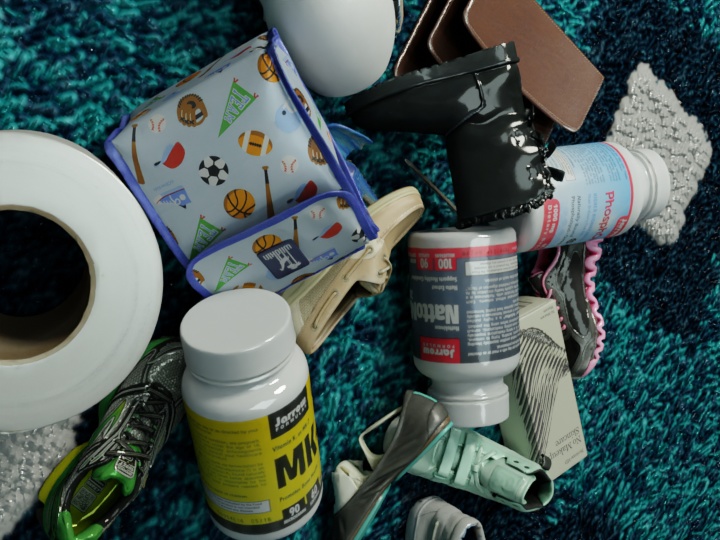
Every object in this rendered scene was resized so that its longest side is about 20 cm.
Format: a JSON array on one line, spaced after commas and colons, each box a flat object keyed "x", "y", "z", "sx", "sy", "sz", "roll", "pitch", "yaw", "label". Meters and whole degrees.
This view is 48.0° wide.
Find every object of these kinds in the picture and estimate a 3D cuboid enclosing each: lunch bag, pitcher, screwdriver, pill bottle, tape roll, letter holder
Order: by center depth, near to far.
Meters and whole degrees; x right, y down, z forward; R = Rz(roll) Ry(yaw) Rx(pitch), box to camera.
[{"x": -0.254, "y": -0.001, "z": 0.602, "sx": 0.198, "sy": 0.139, "sz": 0.208, "roll": -4, "pitch": 100, "yaw": -20, "label": "tape roll"}, {"x": -0.095, "y": -0.074, "z": 0.703, "sx": 0.167, "sy": 0.124, "sz": 0.202, "roll": -25, "pitch": 114, "yaw": 7, "label": "lunch bag"}, {"x": -0.096, "y": 0.127, "z": 0.714, "sx": 0.113, "sy": 0.114, "sz": 0.204, "roll": -24, "pitch": 125, "yaw": -28, "label": "pill bottle"}, {"x": -0.060, "y": -0.268, "z": 0.747, "sx": 0.122, "sy": 0.168, "sz": 0.202, "roll": -62, "pitch": 145, "yaw": -34, "label": "pitcher"}, {"x": 0.113, "y": 0.058, "z": 0.872, "sx": 0.117, "sy": 0.119, "sz": 0.205, "roll": -7, "pitch": 96, "yaw": -31, "label": "pill bottle"}, {"x": 0.150, "y": -0.211, "z": 0.893, "sx": 0.199, "sy": 0.100, "sz": 0.144, "roll": 35, "pitch": 77, "yaw": -29, "label": "letter holder"}, {"x": 0.248, "y": -0.087, "z": 0.921, "sx": 0.196, "sy": 0.108, "sz": 0.112, "roll": -9, "pitch": 98, "yaw": -20, "label": "pill bottle"}, {"x": 0.115, "y": -0.066, "z": 0.922, "sx": 0.200, "sy": 0.028, "sz": 0.029, "roll": 44, "pitch": 41, "yaw": -25, "label": "screwdriver"}]

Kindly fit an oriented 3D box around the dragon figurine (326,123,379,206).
[{"x": -0.027, "y": -0.113, "z": 0.809, "sx": 0.197, "sy": 0.058, "sz": 0.102, "roll": 12, "pitch": 87, "yaw": -32, "label": "dragon figurine"}]

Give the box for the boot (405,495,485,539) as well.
[{"x": 0.091, "y": 0.361, "z": 0.890, "sx": 0.072, "sy": 0.095, "sz": 0.205, "roll": -1, "pitch": 93, "yaw": -31, "label": "boot"}]

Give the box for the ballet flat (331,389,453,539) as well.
[{"x": 0.016, "y": 0.208, "z": 0.845, "sx": 0.068, "sy": 0.068, "sz": 0.201, "roll": 38, "pitch": 96, "yaw": 11, "label": "ballet flat"}]

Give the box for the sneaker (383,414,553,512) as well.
[{"x": 0.126, "y": 0.209, "z": 0.890, "sx": 0.197, "sy": 0.117, "sz": 0.075, "roll": 22, "pitch": 83, "yaw": -30, "label": "sneaker"}]

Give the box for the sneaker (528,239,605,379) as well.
[{"x": 0.241, "y": 0.030, "z": 0.986, "sx": 0.093, "sy": 0.079, "sz": 0.205, "roll": 2, "pitch": 84, "yaw": -26, "label": "sneaker"}]

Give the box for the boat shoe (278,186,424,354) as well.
[{"x": 0.000, "y": 0.000, "z": 0.811, "sx": 0.064, "sy": 0.072, "sz": 0.200, "roll": 42, "pitch": 79, "yaw": 19, "label": "boat shoe"}]

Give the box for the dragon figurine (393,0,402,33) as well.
[{"x": 0.030, "y": -0.344, "z": 0.825, "sx": 0.098, "sy": 0.059, "sz": 0.204, "roll": 24, "pitch": 80, "yaw": -26, "label": "dragon figurine"}]

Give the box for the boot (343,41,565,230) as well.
[{"x": 0.095, "y": -0.123, "z": 0.814, "sx": 0.194, "sy": 0.073, "sz": 0.166, "roll": -16, "pitch": 96, "yaw": 5, "label": "boot"}]

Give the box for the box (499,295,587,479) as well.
[{"x": 0.204, "y": 0.139, "z": 0.964, "sx": 0.081, "sy": 0.068, "sz": 0.204, "roll": -23, "pitch": 104, "yaw": -30, "label": "box"}]

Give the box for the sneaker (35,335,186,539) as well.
[{"x": -0.197, "y": 0.151, "z": 0.702, "sx": 0.078, "sy": 0.085, "sz": 0.203, "roll": 38, "pitch": 73, "yaw": -28, "label": "sneaker"}]
